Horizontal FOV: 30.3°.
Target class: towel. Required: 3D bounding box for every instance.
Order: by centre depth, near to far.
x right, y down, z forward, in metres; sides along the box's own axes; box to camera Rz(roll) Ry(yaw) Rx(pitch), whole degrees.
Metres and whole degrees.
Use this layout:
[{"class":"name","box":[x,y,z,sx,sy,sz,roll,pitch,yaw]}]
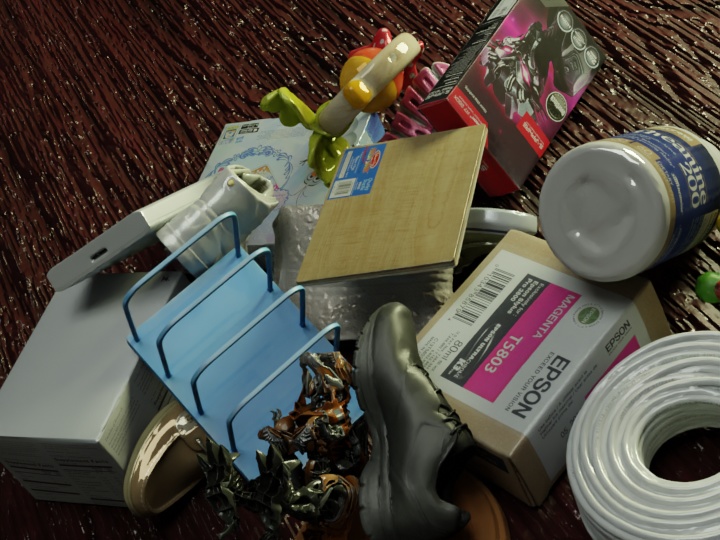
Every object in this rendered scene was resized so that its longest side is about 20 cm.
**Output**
[{"class":"towel","box":[0.000,0.000,1.266,0.198,0.034,0.134,-2,84,30]}]

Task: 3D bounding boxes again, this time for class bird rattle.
[{"class":"bird rattle","box":[0.009,-0.183,1.362,0.199,0.113,0.163,-37,3,-28]}]

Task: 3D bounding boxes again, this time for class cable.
[{"class":"cable","box":[0.254,0.139,0.995,0.199,0.070,0.200,-37,41,-7]}]

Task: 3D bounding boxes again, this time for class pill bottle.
[{"class":"pill bottle","box":[0.240,-0.062,1.117,0.110,0.112,0.199,4,13,34]}]

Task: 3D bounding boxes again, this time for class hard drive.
[{"class":"hard drive","box":[-0.210,-0.044,1.330,0.131,0.026,0.200,-31,3,27]}]

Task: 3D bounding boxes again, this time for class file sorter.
[{"class":"file sorter","box":[-0.096,0.070,1.163,0.138,0.123,0.200,-40,74,-17]}]

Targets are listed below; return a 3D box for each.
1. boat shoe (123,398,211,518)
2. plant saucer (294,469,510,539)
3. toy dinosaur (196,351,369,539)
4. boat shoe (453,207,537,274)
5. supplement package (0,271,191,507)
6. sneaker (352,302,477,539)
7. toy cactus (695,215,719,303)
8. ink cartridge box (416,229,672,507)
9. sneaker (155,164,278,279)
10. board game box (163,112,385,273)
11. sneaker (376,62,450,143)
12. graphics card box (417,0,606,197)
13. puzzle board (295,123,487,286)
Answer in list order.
[{"class":"boat shoe","box":[-0.140,0.146,1.225,0.064,0.072,0.201,13,56,40]},{"class":"plant saucer","box":[0.023,0.231,1.068,0.198,0.038,0.201,-17,42,16]},{"class":"toy dinosaur","box":[-0.039,0.166,1.033,0.102,0.135,0.202,-32,64,40]},{"class":"boat shoe","box":[0.076,-0.024,1.284,0.198,0.072,0.063,-3,84,27]},{"class":"supplement package","box":[-0.246,0.112,1.293,0.154,0.111,0.201,-2,48,29]},{"class":"sneaker","box":[0.047,0.121,1.050,0.090,0.076,0.202,-14,69,25]},{"class":"toy cactus","box":[0.372,0.002,1.058,0.198,0.103,0.166,-14,52,6]},{"class":"ink cartridge box","box":[0.138,0.075,1.128,0.164,0.075,0.200,22,62,45]},{"class":"sneaker","box":[-0.120,-0.036,1.310,0.116,0.200,0.074,-45,76,-3]},{"class":"board game box","box":[-0.092,-0.087,1.453,0.198,0.044,0.200,-3,47,29]},{"class":"sneaker","box":[0.051,-0.115,1.379,0.073,0.087,0.201,32,91,21]},{"class":"graphics card box","box":[0.156,-0.190,1.341,0.051,0.126,0.201,-9,39,55]},{"class":"puzzle board","box":[0.033,-0.059,1.222,0.149,0.018,0.201,-8,38,22]}]
